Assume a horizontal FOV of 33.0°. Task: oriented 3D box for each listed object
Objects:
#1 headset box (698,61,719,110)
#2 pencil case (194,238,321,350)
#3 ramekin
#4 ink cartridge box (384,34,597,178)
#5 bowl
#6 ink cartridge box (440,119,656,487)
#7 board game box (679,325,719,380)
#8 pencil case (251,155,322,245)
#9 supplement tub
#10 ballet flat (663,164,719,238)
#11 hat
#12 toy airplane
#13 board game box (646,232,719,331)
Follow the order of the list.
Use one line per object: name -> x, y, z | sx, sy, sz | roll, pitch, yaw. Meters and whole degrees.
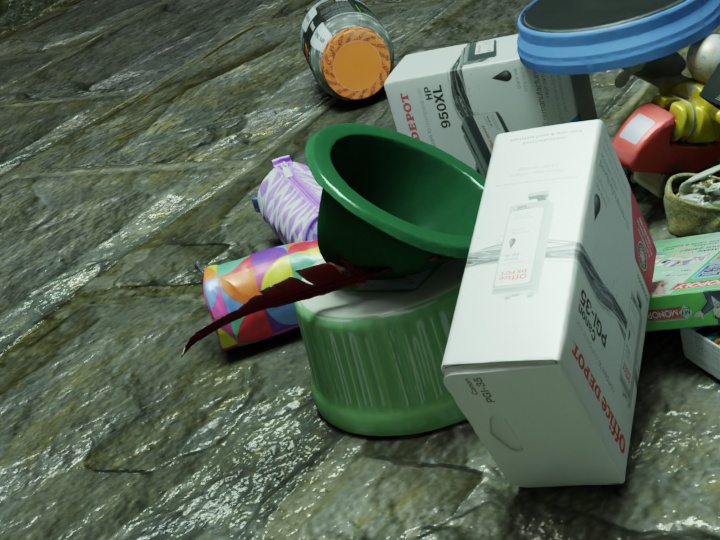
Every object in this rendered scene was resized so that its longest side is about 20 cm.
headset box -> 0.388, -0.105, 0.957 | 0.078, 0.199, 0.149 | -56, 18, 12
pencil case -> -0.054, 0.008, 1.133 | 0.197, 0.089, 0.089 | -16, 24, 1
ramekin -> 0.042, 0.036, 0.985 | 0.197, 0.099, 0.201 | -15, 24, 7
ink cartridge box -> 0.141, -0.161, 1.277 | 0.197, 0.146, 0.084 | -6, 26, 25
bowl -> 0.244, -0.244, 1.158 | 0.198, 0.040, 0.201 | -14, 26, 7
ink cartridge box -> 0.134, 0.024, 0.819 | 0.082, 0.147, 0.202 | -6, 49, 29
board game box -> 0.345, 0.033, 0.862 | 0.198, 0.035, 0.126 | -23, 24, -12
pencil case -> -0.049, -0.056, 1.259 | 0.083, 0.087, 0.200 | -12, 23, -17
supplement tub -> -0.019, -0.317, 1.744 | 0.121, 0.124, 0.200 | -18, 23, -1
ballet flat -> 0.324, -0.058, 0.991 | 0.070, 0.071, 0.199 | -30, 16, -26
hat -> 0.000, 0.000, 0.949 | 0.198, 0.178, 0.166 | 25, 29, 1
toy airplane -> 0.335, -0.156, 1.135 | 0.197, 0.143, 0.200 | 3, 36, 14
board game box -> 0.253, 0.006, 0.928 | 0.198, 0.029, 0.134 | -9, 17, 46
